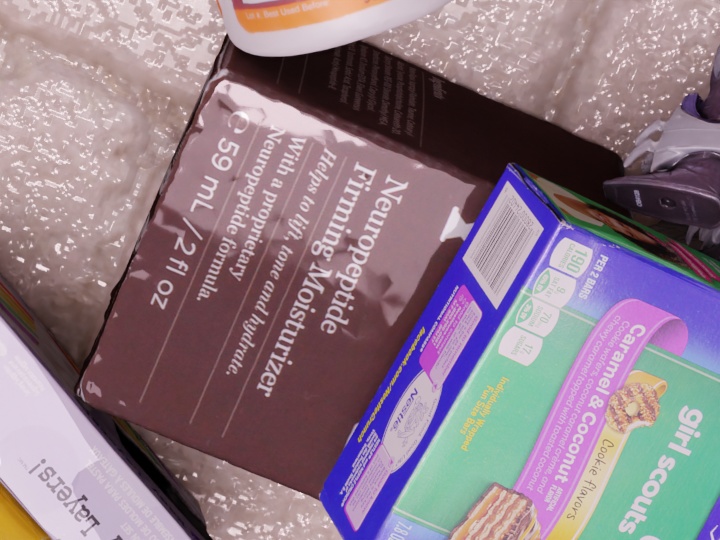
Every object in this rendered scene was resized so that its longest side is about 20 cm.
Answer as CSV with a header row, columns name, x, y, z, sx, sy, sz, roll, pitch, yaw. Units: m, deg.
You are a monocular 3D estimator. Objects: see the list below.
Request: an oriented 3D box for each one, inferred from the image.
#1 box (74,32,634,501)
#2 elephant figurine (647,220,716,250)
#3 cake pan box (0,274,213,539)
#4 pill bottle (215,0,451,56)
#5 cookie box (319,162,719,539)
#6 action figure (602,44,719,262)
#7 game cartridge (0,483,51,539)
name,x,y,z,sx,sy,sz,roll,pitch,yaw
box,0.000,0.000,1.249,0.199,0.164,0.166,23,106,-5
elephant figurine,0.171,0.081,1.288,0.155,0.141,0.201,7,101,15
cake pan box,-0.140,0.075,1.266,0.052,0.184,0.200,-39,100,0
pill bottle,-0.029,-0.201,1.152,0.114,0.114,0.201,-15,109,7
cookie box,0.113,0.074,1.151,0.199,0.075,0.172,23,106,-23
action figure,0.175,-0.093,1.221,0.069,0.200,0.130,0,141,33
game cartridge,-0.273,0.115,1.335,0.200,0.032,0.176,45,103,7
